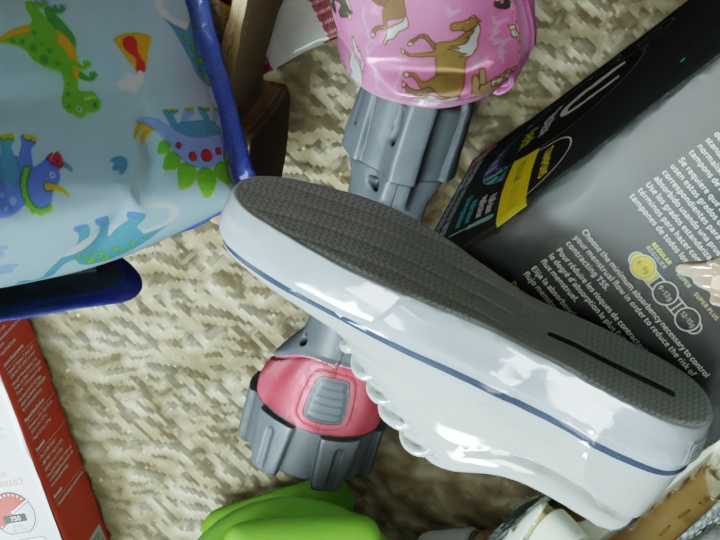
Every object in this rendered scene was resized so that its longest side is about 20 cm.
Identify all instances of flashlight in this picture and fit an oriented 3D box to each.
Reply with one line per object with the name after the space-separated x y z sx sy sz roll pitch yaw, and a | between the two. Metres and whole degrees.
0.000 0.000 0.951 0.068 0.068 0.200 33 119 32 | flashlight

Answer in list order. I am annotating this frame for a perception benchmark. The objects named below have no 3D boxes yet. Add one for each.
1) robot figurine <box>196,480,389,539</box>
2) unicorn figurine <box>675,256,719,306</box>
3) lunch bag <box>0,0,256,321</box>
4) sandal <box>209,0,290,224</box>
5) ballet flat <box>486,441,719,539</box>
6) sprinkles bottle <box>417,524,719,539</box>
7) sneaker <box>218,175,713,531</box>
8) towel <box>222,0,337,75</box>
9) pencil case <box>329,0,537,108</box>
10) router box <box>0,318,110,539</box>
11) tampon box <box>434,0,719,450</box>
-0.039 0.181 0.982 0.115 0.176 0.200 -4 149 -16 | robot figurine
0.221 -0.022 0.732 0.200 0.074 0.137 -29 113 35 | unicorn figurine
-0.166 -0.040 0.879 0.200 0.170 0.128 -19 83 55 | lunch bag
-0.066 -0.119 0.896 0.069 0.078 0.212 13 118 12 | sandal
0.106 0.108 0.925 0.200 0.072 0.072 -39 99 -3 | ballet flat
0.125 0.148 0.978 0.199 0.068 0.068 -6 109 16 | sprinkles bottle
0.030 0.036 0.793 0.200 0.073 0.071 30 115 3 | sneaker
-0.069 -0.153 0.935 0.200 0.023 0.144 -25 103 20 | towel
0.021 -0.162 0.833 0.083 0.087 0.200 -23 128 -18 | pencil case
-0.245 0.093 1.058 0.199 0.049 0.180 -13 107 18 | router box
0.146 -0.031 0.859 0.200 0.150 0.126 -37 99 23 | tampon box
